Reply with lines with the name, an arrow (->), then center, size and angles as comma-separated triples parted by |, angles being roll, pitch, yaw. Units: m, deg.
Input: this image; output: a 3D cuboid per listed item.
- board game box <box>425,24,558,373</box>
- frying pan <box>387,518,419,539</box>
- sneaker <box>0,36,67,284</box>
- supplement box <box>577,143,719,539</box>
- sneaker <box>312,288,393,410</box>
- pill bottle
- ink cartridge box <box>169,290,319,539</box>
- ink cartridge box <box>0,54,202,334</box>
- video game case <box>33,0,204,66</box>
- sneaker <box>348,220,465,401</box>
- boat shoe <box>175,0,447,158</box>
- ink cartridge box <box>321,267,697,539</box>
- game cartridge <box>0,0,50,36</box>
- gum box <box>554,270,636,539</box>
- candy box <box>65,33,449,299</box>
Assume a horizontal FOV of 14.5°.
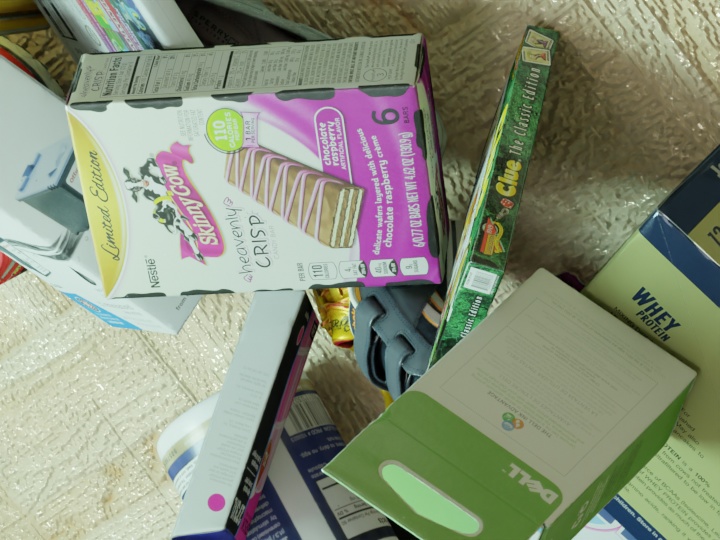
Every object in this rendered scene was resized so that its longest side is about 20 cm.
board game box -> 0.072, -0.035, 1.548 | 0.023, 0.200, 0.105 | 19, 134, -3
frying pan -> 0.020, 0.217, 1.902 | 0.115, 0.031, 0.190 | 36, 140, 13
sneaker -> -0.241, -0.063, 1.863 | 0.077, 0.085, 0.200 | 25, 134, 22
supplement box -> 0.217, 0.053, 1.538 | 0.200, 0.134, 0.200 | 43, 138, 5
sneaker -> 0.000, 0.000, 1.721 | 0.073, 0.077, 0.200 | -25, 102, 48
pill bottle -> -0.040, 0.172, 1.817 | 0.200, 0.111, 0.111 | 61, 140, 14
ink cartridge box -> -0.075, 0.108, 1.728 | 0.037, 0.200, 0.095 | 20, 170, 8
ink cartridge box -> -0.192, -0.049, 1.753 | 0.200, 0.086, 0.146 | 34, 169, -18
video game case -> -0.121, -0.111, 1.699 | 0.182, 0.023, 0.200 | 22, 150, 57
sneaker -> 0.034, 0.047, 1.624 | 0.079, 0.200, 0.078 | -4, 125, 1
boat shoe -> -0.041, -0.111, 1.661 | 0.202, 0.065, 0.074 | 36, 102, 19
ink cartridge box -> 0.073, 0.092, 1.437 | 0.104, 0.200, 0.059 | 35, 138, 17
game cartridge -> -0.298, -0.211, 1.737 | 0.200, 0.176, 0.032 | 39, 109, 11
gum box -> 0.150, 0.102, 1.682 | 0.200, 0.066, 0.114 | 41, 139, 7
candy box -> -0.056, -0.057, 1.600 | 0.200, 0.061, 0.136 | -3, 124, 9
